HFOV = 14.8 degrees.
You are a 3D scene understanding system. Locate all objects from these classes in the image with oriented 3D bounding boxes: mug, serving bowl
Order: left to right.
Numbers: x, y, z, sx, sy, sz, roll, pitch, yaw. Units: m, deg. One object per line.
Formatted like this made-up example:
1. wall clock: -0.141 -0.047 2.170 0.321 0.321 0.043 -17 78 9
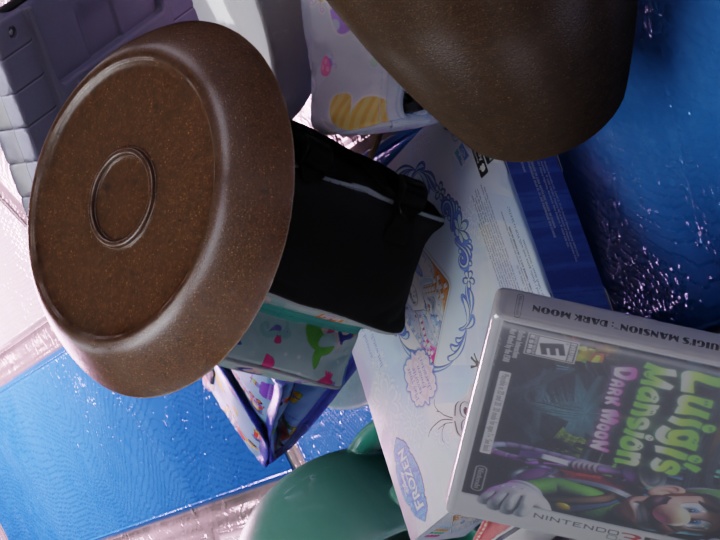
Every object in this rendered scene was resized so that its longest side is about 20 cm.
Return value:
1. serving bowl: -0.080 -0.182 1.743 0.200 0.066 0.200 47 152 35
2. mug: 0.008 0.175 1.720 0.152 0.185 0.114 40 -175 -43

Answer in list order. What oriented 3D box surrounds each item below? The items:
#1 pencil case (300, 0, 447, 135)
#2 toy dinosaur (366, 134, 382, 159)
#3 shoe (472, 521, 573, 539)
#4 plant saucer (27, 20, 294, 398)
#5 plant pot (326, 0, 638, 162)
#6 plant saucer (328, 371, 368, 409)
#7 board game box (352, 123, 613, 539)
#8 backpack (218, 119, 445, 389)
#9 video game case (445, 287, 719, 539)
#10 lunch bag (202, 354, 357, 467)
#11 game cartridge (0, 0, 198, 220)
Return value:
1. pencil case: 0.002 -0.170 1.491 0.091 0.083 0.200 -145 46 -87
2. toy dinosaur: 0.004 -0.157 1.622 0.101 0.058 0.200 -165 59 -81
3. shoe: 0.110 0.113 1.602 0.200 0.071 0.091 -49 57 50
4. plant saucer: -0.113 -0.035 1.436 0.200 0.034 0.201 -13 72 45
5. plant pot: 0.063 -0.154 1.345 0.187 0.187 0.200 41 163 44
6. plant saucer: -0.029 -0.007 1.820 0.201 0.039 0.201 28 132 36
7. board game box: 0.061 0.023 1.556 0.199 0.043 0.200 -44 57 50
8. backpack: -0.075 -0.027 1.548 0.200 0.177 0.151 35 103 48
9. video game case: 0.144 0.089 1.435 0.200 0.181 0.023 100 -177 -55
10. lunch bag: -0.074 0.028 1.747 0.151 0.094 0.200 53 156 13
11. game cartridge: -0.154 -0.120 1.653 0.038 0.200 0.130 -11 110 33
